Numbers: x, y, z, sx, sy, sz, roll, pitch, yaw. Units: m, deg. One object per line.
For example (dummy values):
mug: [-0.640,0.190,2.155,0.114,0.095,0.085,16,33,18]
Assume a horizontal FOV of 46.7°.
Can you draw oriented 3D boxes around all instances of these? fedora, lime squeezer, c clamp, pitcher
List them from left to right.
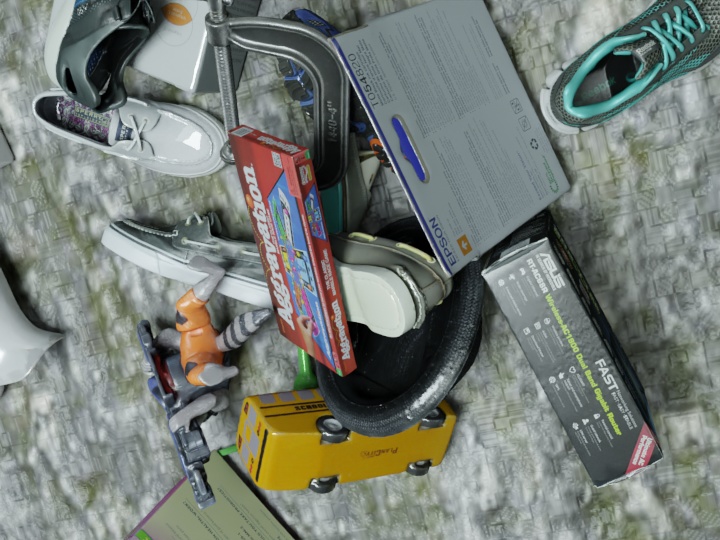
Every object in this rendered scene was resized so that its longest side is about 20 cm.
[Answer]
pitcher: [-0.433,0.048,0.880,0.171,0.122,0.200,-36,103,32]
c clamp: [-0.086,-0.144,0.683,0.167,0.027,0.202,6,140,11]
lime squeezer: [-0.082,0.130,0.846,0.070,0.038,0.203,30,107,6]
fedora: [0.051,0.057,0.748,0.198,0.091,0.205,-22,54,34]

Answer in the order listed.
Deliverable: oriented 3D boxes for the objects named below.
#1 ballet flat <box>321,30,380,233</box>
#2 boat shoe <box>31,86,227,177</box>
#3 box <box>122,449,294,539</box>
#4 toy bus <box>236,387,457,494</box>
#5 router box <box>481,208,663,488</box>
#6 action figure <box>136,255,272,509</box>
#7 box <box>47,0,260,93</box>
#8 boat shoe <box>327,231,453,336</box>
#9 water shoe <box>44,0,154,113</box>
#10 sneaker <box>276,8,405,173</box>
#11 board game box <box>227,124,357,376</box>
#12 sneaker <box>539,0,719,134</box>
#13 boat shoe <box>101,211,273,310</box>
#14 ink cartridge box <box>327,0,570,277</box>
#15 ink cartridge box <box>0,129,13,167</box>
ballet flat: [-0.011,-0.117,0.766,0.062,0.067,0.205,-14,102,-15]
boat shoe: [-0.222,-0.139,0.805,0.196,0.069,0.073,22,106,8]
box: [-0.156,0.312,0.812,0.176,0.200,0.097,47,115,-1]
toy bus: [-0.009,0.151,0.776,0.196,0.078,0.066,-2,118,-31]
router box: [0.179,0.058,0.709,0.061,0.150,0.203,-27,95,17]
action figure: [-0.142,0.110,0.796,0.203,0.103,0.194,65,153,20]
box: [-0.168,-0.280,0.743,0.149,0.106,0.204,21,105,8]
boat shoe: [0.001,0.003,0.711,0.060,0.200,0.073,-26,114,-25]
water shoe: [-0.186,-0.224,0.662,0.078,0.071,0.202,37,118,21]
sneaker: [0.008,-0.156,0.715,0.074,0.080,0.199,-14,141,44]
board game box: [-0.057,-0.015,0.699,0.102,0.019,0.204,28,137,49]
sneaker: [0.238,-0.177,0.677,0.199,0.091,0.078,-37,93,17]
boat shoe: [-0.153,-0.024,0.821,0.196,0.072,0.072,17,96,-1]
ink cartridge box: [0.072,-0.116,0.681,0.040,0.199,0.203,-21,97,48]
ink cartridge box: [-0.479,-0.102,0.834,0.197,0.145,0.085,-23,96,16]
